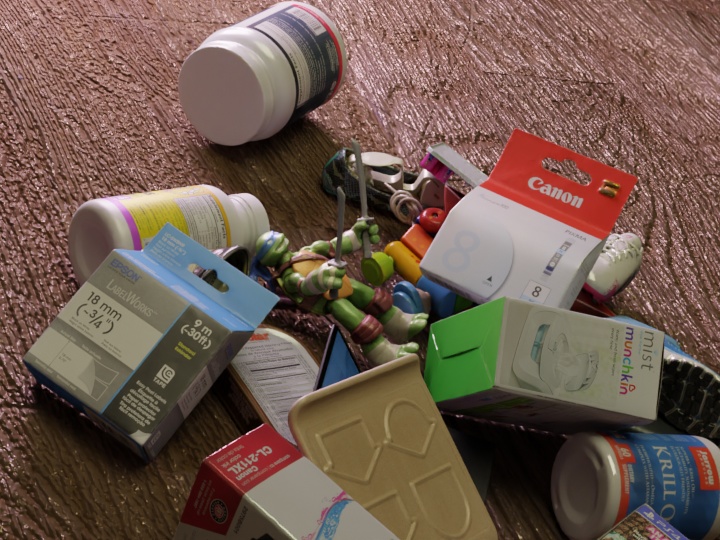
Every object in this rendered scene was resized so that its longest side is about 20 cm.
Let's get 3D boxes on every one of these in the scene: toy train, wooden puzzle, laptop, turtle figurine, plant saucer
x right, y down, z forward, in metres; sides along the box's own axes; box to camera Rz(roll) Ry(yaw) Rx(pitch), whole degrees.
[{"bbox_3d":[0.046,-0.020,1.827,0.116,0.085,0.200,-25,53,-31],"label":"toy train"},{"bbox_3d":[0.024,0.190,1.424,0.185,0.046,0.200,-17,84,-50],"label":"wooden puzzle"},{"bbox_3d":[0.036,0.173,1.486,0.200,0.103,0.177,20,48,-5],"label":"laptop"},{"bbox_3d":[0.000,0.000,1.674,0.194,0.200,0.144,44,-2,-13],"label":"turtle figurine"},{"bbox_3d":[0.192,-0.006,1.864,0.200,0.037,0.200,44,11,29],"label":"plant saucer"}]

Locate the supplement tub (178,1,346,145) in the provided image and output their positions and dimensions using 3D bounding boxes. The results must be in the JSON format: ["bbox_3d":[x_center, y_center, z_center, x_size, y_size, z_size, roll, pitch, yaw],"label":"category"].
[{"bbox_3d":[-0.118,-0.241,1.969,0.140,0.141,0.200,33,34,14],"label":"supplement tub"}]

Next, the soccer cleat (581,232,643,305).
[{"bbox_3d":[0.288,-0.011,1.880,0.070,0.086,0.200,41,11,11],"label":"soccer cleat"}]

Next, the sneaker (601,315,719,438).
[{"bbox_3d":[0.344,0.104,1.767,0.200,0.078,0.090,36,32,18],"label":"sneaker"}]

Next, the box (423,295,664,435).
[{"bbox_3d":[0.179,0.103,1.613,0.176,0.200,0.097,12,77,-16],"label":"box"}]

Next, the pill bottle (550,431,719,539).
[{"bbox_3d":[0.301,0.219,1.606,0.200,0.112,0.112,4,38,-26],"label":"pill bottle"}]

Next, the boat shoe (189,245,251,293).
[{"bbox_3d":[-0.156,0.053,1.555,0.072,0.066,0.201,37,47,-23],"label":"boat shoe"}]

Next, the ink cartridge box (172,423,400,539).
[{"bbox_3d":[-0.052,0.249,1.318,0.200,0.146,0.083,38,37,22],"label":"ink cartridge box"}]

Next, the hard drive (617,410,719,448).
[{"bbox_3d":[0.368,0.174,1.782,0.200,0.033,0.140,24,33,1],"label":"hard drive"}]

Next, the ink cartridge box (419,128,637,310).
[{"bbox_3d":[0.180,-0.049,1.718,0.160,0.200,0.047,26,-9,26],"label":"ink cartridge box"}]

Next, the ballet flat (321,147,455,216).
[{"bbox_3d":[0.053,-0.102,1.944,0.200,0.074,0.074,13,35,-15],"label":"ballet flat"}]

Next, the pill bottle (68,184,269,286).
[{"bbox_3d":[-0.194,-0.033,1.664,0.200,0.104,0.104,-11,46,-41],"label":"pill bottle"}]

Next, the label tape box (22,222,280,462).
[{"bbox_3d":[-0.191,0.053,1.488,0.144,0.063,0.200,33,72,14],"label":"label tape box"}]

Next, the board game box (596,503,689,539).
[{"bbox_3d":[0.248,0.327,1.436,0.159,0.097,0.200,39,36,23],"label":"board game box"}]

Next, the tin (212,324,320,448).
[{"bbox_3d":[-0.073,0.127,1.578,0.112,0.042,0.200,-2,41,-40],"label":"tin"}]

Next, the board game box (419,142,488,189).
[{"bbox_3d":[0.160,-0.076,1.877,0.200,0.026,0.200,39,10,2],"label":"board game box"}]
